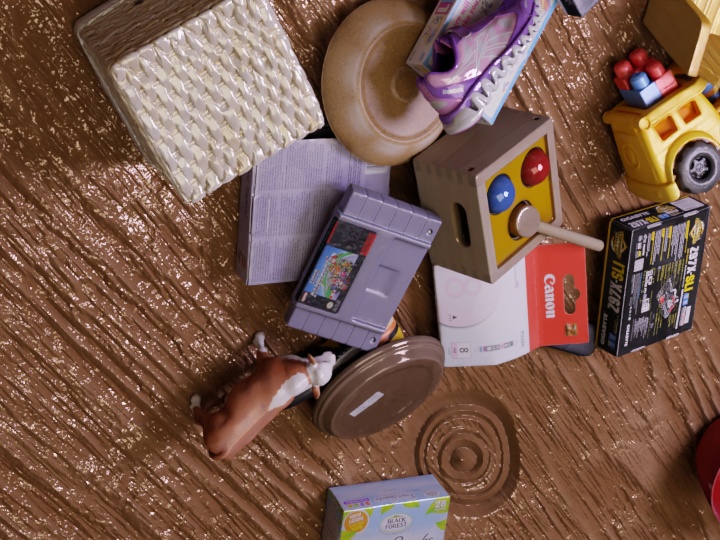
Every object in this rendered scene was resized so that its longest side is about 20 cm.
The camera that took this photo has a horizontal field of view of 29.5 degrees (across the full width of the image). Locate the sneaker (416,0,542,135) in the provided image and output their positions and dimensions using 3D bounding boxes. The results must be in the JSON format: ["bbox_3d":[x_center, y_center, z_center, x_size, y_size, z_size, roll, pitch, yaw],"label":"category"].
[{"bbox_3d":[0.133,-0.257,1.577,0.088,0.080,0.201,38,73,-15],"label":"sneaker"}]

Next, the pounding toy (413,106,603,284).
[{"bbox_3d":[0.190,-0.082,1.715,0.184,0.142,0.201,-38,131,-34],"label":"pounding toy"}]

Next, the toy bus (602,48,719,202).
[{"bbox_3d":[0.422,-0.215,1.808,0.200,0.136,0.193,-33,108,-10],"label":"toy bus"}]

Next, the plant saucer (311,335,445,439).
[{"bbox_3d":[0.029,0.160,1.800,0.199,0.030,0.200,-24,150,-15],"label":"plant saucer"}]

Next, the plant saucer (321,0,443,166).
[{"bbox_3d":[0.045,-0.223,1.628,0.199,0.035,0.201,-8,104,-34],"label":"plant saucer"}]

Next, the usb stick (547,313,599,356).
[{"bbox_3d":[0.255,0.078,1.919,0.199,0.033,0.056,16,107,-31],"label":"usb stick"}]

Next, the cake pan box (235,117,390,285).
[{"bbox_3d":[-0.057,-0.085,1.675,0.183,0.052,0.201,-8,118,-25],"label":"cake pan box"}]

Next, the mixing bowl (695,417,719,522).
[{"bbox_3d":[0.603,0.295,2.151,0.199,0.108,0.201,-10,118,-20],"label":"mixing bowl"}]

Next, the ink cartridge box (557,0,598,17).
[{"bbox_3d":[0.303,-0.412,1.670,0.200,0.039,0.100,-48,125,-12],"label":"ink cartridge box"}]

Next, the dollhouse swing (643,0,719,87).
[{"bbox_3d":[0.500,-0.347,1.752,0.199,0.182,0.176,8,127,-28],"label":"dollhouse swing"}]

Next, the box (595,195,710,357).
[{"bbox_3d":[0.412,0.009,1.933,0.159,0.049,0.201,-18,122,-34],"label":"box"}]

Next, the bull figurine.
[{"bbox_3d":[-0.125,0.150,1.716,0.200,0.121,0.065,-40,125,-2],"label":"bull figurine"}]

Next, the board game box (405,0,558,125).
[{"bbox_3d":[0.153,-0.296,1.646,0.134,0.034,0.201,36,79,-35],"label":"board game box"}]

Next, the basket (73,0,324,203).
[{"bbox_3d":[-0.172,-0.216,1.488,0.198,0.161,0.201,-31,122,-8],"label":"basket"}]

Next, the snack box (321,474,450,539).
[{"bbox_3d":[0.029,0.399,1.949,0.168,0.068,0.201,-4,114,-23],"label":"snack box"}]

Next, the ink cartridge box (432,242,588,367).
[{"bbox_3d":[0.200,0.046,1.819,0.199,0.057,0.163,-2,120,10],"label":"ink cartridge box"}]

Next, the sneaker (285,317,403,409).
[{"bbox_3d":[-0.026,0.135,1.787,0.200,0.070,0.090,-36,121,-8],"label":"sneaker"}]

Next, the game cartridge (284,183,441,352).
[{"bbox_3d":[0.000,0.000,1.678,0.129,0.038,0.201,16,115,-24],"label":"game cartridge"}]
